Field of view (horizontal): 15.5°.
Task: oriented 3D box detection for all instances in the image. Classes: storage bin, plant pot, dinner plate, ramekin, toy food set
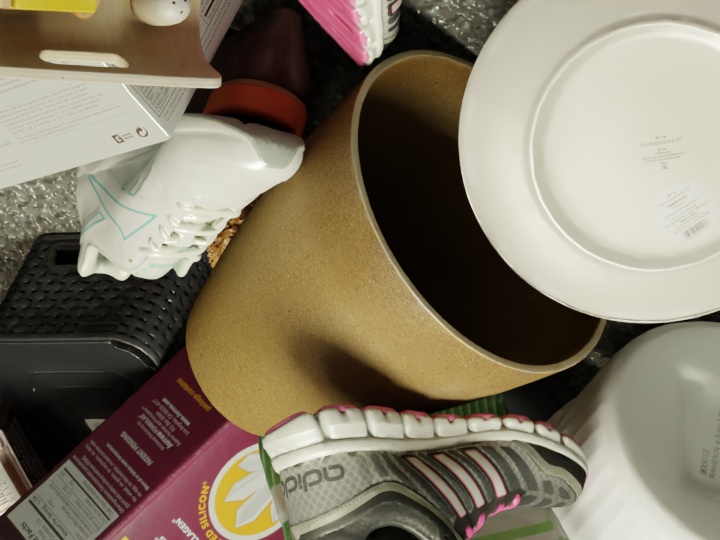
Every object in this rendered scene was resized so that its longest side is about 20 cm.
[{"bbox_3d":[-0.138,0.077,1.698,0.135,0.094,0.200,-1,138,30],"label":"storage bin"},{"bbox_3d":[0.003,0.009,1.436,0.186,0.187,0.200,39,132,-20],"label":"plant pot"},{"bbox_3d":[0.149,-0.065,1.331,0.199,0.024,0.201,0,111,0],"label":"dinner plate"},{"bbox_3d":[0.199,0.125,1.491,0.200,0.201,0.098,26,137,-3],"label":"ramekin"},{"bbox_3d":[-0.122,-0.189,1.254,0.143,0.201,0.060,0,-170,-33],"label":"toy food set"}]

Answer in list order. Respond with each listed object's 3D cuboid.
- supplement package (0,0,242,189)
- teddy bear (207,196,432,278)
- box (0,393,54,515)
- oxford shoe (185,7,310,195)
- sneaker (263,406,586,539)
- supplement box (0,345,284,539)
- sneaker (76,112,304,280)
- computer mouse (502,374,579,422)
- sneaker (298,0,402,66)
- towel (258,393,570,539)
[{"bbox_3d":[-0.198,-0.166,1.385,0.191,0.147,0.200,-13,130,39],"label":"supplement package"},{"bbox_3d":[0.000,0.000,1.549,0.199,0.067,0.145,20,141,4],"label":"teddy bear"},{"bbox_3d":[-0.233,0.142,1.731,0.075,0.200,0.100,-29,99,0],"label":"box"},{"bbox_3d":[-0.068,-0.091,1.484,0.071,0.073,0.200,19,163,-17],"label":"oxford shoe"},{"bbox_3d":[0.037,0.122,1.369,0.199,0.088,0.074,7,161,-39],"label":"sneaker"},{"bbox_3d":[-0.107,0.138,1.587,0.086,0.200,0.110,38,169,50],"label":"supplement box"},{"bbox_3d":[-0.091,-0.036,1.400,0.070,0.081,0.200,13,167,-30],"label":"sneaker"},{"bbox_3d":[0.117,0.096,1.581,0.199,0.138,0.053,30,121,13],"label":"computer mouse"},{"bbox_3d":[0.010,-0.171,1.330,0.074,0.087,0.200,45,168,13],"label":"sneaker"},{"bbox_3d":[0.028,0.128,1.468,0.152,0.200,0.023,-10,130,-10],"label":"towel"}]
